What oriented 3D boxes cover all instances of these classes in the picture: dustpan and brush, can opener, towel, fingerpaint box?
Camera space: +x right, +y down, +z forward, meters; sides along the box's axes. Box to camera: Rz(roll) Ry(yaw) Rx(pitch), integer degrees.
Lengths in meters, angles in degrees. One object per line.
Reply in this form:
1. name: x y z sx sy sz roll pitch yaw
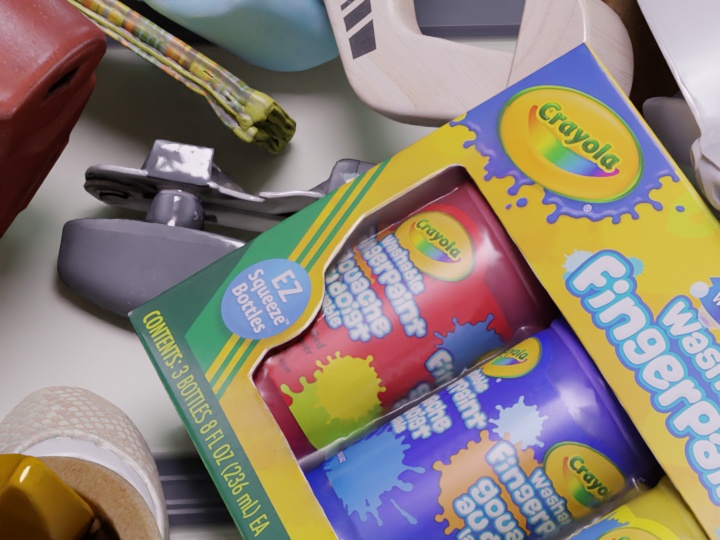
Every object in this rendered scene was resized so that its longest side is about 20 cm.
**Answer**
1. dustpan and brush: 0.116 -0.044 0.843 0.057 0.140 0.200 -26 9 -3
2. can opener: 0.000 0.000 0.899 0.200 0.053 0.067 11 79 3
3. towel: -0.111 -0.099 0.926 0.200 0.086 0.018 33 89 6
4. fingerpaint box: 0.049 0.055 0.784 0.167 0.073 0.200 -30 53 0

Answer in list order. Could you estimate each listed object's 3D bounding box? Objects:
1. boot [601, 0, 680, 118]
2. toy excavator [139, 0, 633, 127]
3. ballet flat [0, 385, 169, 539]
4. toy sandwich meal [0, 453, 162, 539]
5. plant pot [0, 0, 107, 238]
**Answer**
1. boot: 0.123 -0.077 0.967 0.200 0.074 0.075 -32 68 -34
2. toy excavator: -0.010 -0.107 0.933 0.194 0.100 0.200 -21 66 26
3. ballet flat: -0.086 0.102 0.768 0.067 0.062 0.200 21 46 -14
4. toy sandwich meal: -0.138 0.112 0.692 0.205 0.070 0.205 -29 34 22
5. plant pot: -0.198 -0.069 0.825 0.195 0.201 0.201 36 50 1
